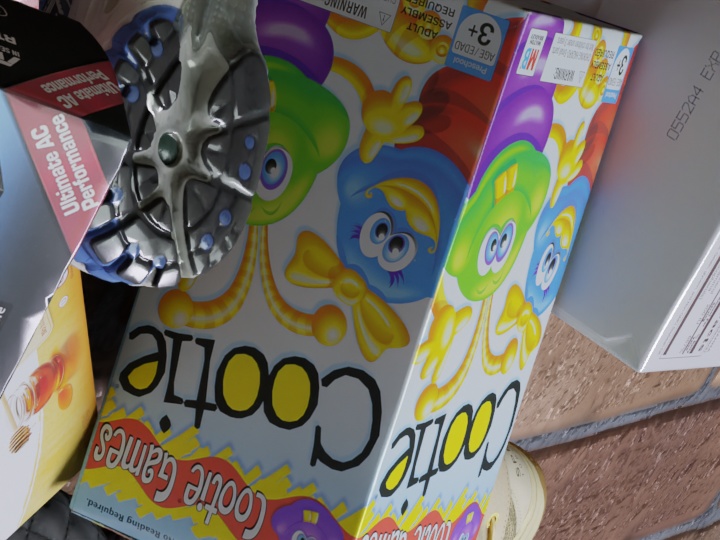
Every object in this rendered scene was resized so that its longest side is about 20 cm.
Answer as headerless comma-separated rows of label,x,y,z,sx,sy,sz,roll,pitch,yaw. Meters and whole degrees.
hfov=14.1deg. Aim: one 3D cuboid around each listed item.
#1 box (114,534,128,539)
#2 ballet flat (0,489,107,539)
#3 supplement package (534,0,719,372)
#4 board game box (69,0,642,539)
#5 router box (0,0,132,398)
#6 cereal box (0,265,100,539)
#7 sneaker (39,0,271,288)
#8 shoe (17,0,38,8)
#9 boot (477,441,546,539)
box,-0.080,0.217,1.076,0.048,0.159,0.200,6,127,-16
ballet flat,-0.157,0.146,0.935,0.200,0.057,0.066,-46,174,-18
supplement package,0.105,-0.090,1.009,0.111,0.156,0.200,2,120,-62
board game box,0.000,0.000,0.941,0.105,0.103,0.201,-1,111,-64
router box,-0.162,0.014,0.651,0.149,0.062,0.200,19,111,-26
cereal box,-0.161,0.072,0.858,0.200,0.039,0.144,-44,157,-25
sneaker,-0.062,-0.096,0.799,0.077,0.085,0.201,31,72,-43
shoe,-0.135,-0.028,0.735,0.091,0.071,0.201,-22,136,-44
boot,-0.004,0.150,1.225,0.200,0.073,0.155,-57,157,1
